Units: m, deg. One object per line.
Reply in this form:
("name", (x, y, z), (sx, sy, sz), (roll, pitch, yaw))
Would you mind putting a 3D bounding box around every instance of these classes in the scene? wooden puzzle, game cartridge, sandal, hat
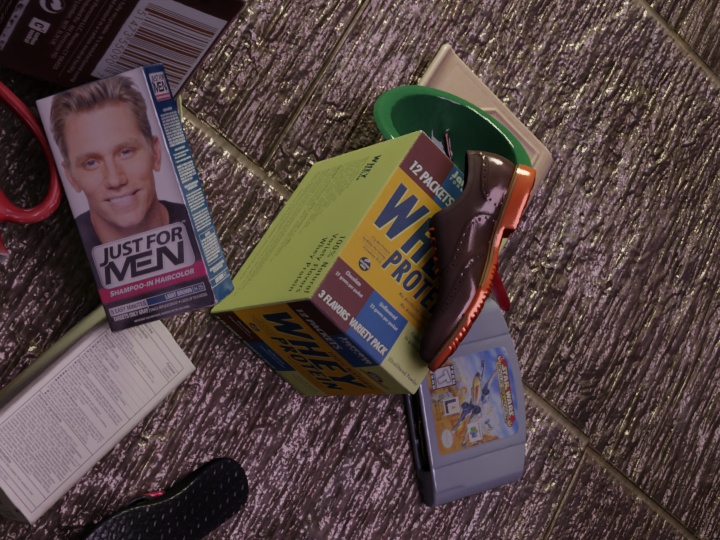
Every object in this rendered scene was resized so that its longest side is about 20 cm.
("wooden puzzle", (0.105, -0.110, 1.443), (0.200, 0.037, 0.186), (44, 65, -26))
("game cartridge", (0.110, 0.134, 1.413), (0.132, 0.041, 0.202), (-11, 94, -26))
("sandal", (-0.183, 0.233, 1.229), (0.199, 0.045, 0.076), (-27, 105, -46))
("hat", (0.073, -0.061, 1.379), (0.200, 0.177, 0.165), (43, 40, 22))

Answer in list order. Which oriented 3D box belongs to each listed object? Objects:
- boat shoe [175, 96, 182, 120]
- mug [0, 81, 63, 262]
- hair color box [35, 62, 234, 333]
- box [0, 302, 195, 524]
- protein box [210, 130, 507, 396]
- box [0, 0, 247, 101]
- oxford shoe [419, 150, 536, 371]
("boat shoe", (-0.201, -0.087, 1.232), (0.072, 0.060, 0.203), (7, 81, -31))
("mug", (-0.352, -0.101, 1.108), (0.177, 0.133, 0.202), (-8, 85, -39))
("hair color box", (-0.185, -0.060, 1.114), (0.099, 0.061, 0.201), (-16, 98, 12))
("box", (-0.251, 0.116, 1.171), (0.200, 0.078, 0.095), (-43, 107, -28))
("protein box", (0.000, 0.000, 1.266), (0.135, 0.200, 0.199), (43, 65, -21))
("box", (-0.207, -0.271, 1.145), (0.163, 0.166, 0.201), (16, 48, -29))
("oxford shoe", (0.085, -0.010, 1.175), (0.072, 0.071, 0.201), (23, 74, 1))
